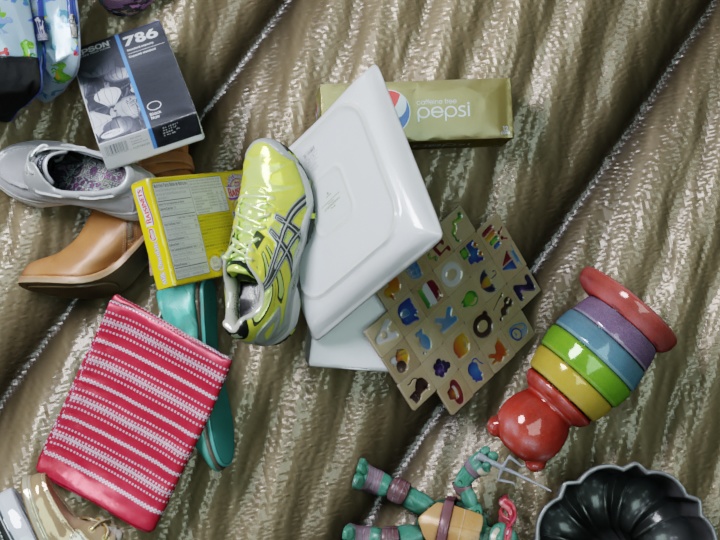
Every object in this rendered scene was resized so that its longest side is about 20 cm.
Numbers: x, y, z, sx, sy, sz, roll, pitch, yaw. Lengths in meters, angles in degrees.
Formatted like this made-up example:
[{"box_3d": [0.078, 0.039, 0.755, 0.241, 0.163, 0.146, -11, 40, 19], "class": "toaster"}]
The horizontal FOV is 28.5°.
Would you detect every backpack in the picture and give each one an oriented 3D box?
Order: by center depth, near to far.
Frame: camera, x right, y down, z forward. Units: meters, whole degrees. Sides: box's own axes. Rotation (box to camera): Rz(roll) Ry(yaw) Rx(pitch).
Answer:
[{"box_3d": [-0.354, -0.254, 1.372, 0.146, 0.183, 0.201, -6, 84, -26], "class": "backpack"}]

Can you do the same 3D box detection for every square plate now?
[{"box_3d": [-0.022, -0.065, 1.372, 0.028, 0.200, 0.199, 5, 56, -44], "class": "square plate"}]

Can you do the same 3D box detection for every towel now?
[{"box_3d": [-0.227, 0.144, 1.405, 0.144, 0.022, 0.201, 28, 100, 11], "class": "towel"}]

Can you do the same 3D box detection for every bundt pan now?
[{"box_3d": [0.262, 0.294, 1.460, 0.201, 0.076, 0.203, 0, 89, -6], "class": "bundt pan"}]

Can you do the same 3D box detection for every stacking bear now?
[{"box_3d": [0.218, 0.111, 1.451, 0.121, 0.114, 0.200, 41, 89, -3], "class": "stacking bear"}]

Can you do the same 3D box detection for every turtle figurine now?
[{"box_3d": [0.086, 0.257, 1.431, 0.199, 0.101, 0.150, 8, 58, 9], "class": "turtle figurine"}]

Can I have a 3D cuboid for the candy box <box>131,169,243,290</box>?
[{"box_3d": [-0.147, -0.043, 1.380, 0.026, 0.200, 0.103, -17, 88, 26], "class": "candy box"}]

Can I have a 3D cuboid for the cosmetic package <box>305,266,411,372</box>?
[{"box_3d": [0.000, 0.000, 1.448, 0.101, 0.074, 0.201, 6, 90, -6], "class": "cosmetic package"}]

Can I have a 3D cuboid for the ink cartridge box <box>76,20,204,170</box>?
[{"box_3d": [-0.225, -0.184, 1.385, 0.099, 0.039, 0.200, -20, 45, -7], "class": "ink cartridge box"}]

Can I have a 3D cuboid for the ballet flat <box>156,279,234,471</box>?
[{"box_3d": [-0.173, 0.105, 1.438, 0.070, 0.067, 0.201, -7, 88, 18], "class": "ballet flat"}]

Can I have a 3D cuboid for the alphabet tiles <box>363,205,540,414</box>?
[{"box_3d": [0.097, 0.040, 1.445, 0.200, 0.006, 0.167, -41, 111, -24], "class": "alphabet tiles"}]

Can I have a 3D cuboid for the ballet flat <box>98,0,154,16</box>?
[{"box_3d": [-0.184, -0.331, 1.441, 0.200, 0.071, 0.069, -37, 91, -6], "class": "ballet flat"}]

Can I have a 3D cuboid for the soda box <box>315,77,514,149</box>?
[{"box_3d": [0.055, -0.159, 1.460, 0.199, 0.068, 0.064, -3, 88, -6], "class": "soda box"}]

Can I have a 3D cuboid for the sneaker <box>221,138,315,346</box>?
[{"box_3d": [-0.092, -0.027, 1.356, 0.075, 0.076, 0.201, 0, 91, 27], "class": "sneaker"}]

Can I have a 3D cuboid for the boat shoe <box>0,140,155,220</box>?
[{"box_3d": [-0.290, -0.094, 1.384, 0.199, 0.069, 0.072, 19, 77, 28], "class": "boat shoe"}]

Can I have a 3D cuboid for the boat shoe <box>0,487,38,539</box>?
[{"box_3d": [-0.328, 0.317, 1.402, 0.071, 0.072, 0.201, -23, 89, -4], "class": "boat shoe"}]

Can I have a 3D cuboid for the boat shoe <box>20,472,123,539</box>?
[{"box_3d": [-0.265, 0.279, 1.410, 0.069, 0.074, 0.201, -29, 101, -1], "class": "boat shoe"}]

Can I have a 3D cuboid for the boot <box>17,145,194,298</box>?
[{"box_3d": [-0.253, -0.057, 1.431, 0.199, 0.074, 0.156, -9, 76, 7], "class": "boot"}]
